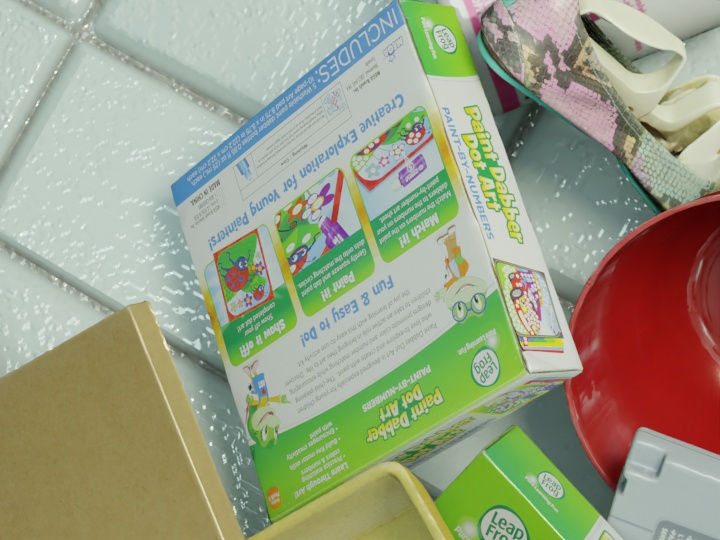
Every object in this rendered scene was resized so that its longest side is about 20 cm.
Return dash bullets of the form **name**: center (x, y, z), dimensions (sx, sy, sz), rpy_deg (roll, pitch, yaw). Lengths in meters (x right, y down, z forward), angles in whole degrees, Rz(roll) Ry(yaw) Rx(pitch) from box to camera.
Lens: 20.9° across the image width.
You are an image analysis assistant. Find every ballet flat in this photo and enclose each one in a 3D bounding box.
- **ballet flat**: center (0.141, -0.084, 0.976), dimensions (0.071, 0.200, 0.069), rpy_deg (-34, 41, 24)

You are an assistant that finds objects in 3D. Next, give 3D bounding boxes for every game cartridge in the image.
- **game cartridge**: center (0.171, 0.185, 0.970), dimensions (0.133, 0.040, 0.201), rpy_deg (22, 118, 14)

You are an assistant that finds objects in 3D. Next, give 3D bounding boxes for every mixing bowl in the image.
- **mixing bowl**: center (0.209, 0.034, 0.971), dimensions (0.199, 0.108, 0.201), rpy_deg (8, 117, 16)

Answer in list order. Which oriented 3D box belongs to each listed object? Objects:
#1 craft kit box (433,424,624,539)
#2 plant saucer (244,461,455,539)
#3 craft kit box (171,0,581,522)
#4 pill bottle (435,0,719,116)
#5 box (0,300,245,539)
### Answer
- **craft kit box**: center (0.081, 0.214, 0.971), dimensions (0.200, 0.048, 0.198), rpy_deg (46, 120, 11)
- **plant saucer**: center (0.009, 0.210, 0.959), dimensions (0.200, 0.048, 0.201), rpy_deg (-33, 86, 34)
- **craft kit box**: center (0.000, 0.000, 0.982), dimensions (0.200, 0.048, 0.198), rpy_deg (-34, 64, 41)
- **pill bottle**: center (0.136, -0.167, 1.021), dimensions (0.199, 0.113, 0.114), rpy_deg (-22, 81, 5)
- **box**: center (-0.127, 0.137, 0.986), dimensions (0.163, 0.021, 0.201), rpy_deg (-28, 81, 35)
